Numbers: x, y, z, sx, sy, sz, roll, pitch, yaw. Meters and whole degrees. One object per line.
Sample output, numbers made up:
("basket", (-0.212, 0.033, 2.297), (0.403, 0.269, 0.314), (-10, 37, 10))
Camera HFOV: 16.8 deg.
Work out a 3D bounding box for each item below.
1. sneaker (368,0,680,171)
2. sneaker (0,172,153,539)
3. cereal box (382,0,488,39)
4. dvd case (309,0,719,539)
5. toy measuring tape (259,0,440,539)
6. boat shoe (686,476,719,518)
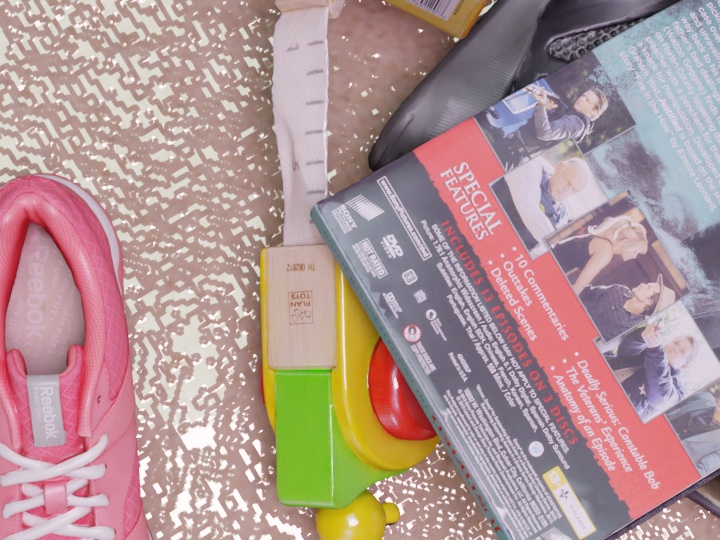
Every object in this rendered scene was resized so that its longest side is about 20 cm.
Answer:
("sneaker", (0.106, -0.078, 0.885), (0.114, 0.076, 0.200), (41, 84, -1))
("sneaker", (-0.111, 0.062, 0.838), (0.073, 0.087, 0.202), (-7, 84, -5))
("cereal box", (0.013, -0.198, 0.880), (0.143, 0.040, 0.201), (26, 63, -3))
("dvd case", (0.103, -0.006, 0.818), (0.199, 0.022, 0.147), (-30, 84, -12))
("toy measuring tape", (0.000, 0.000, 0.861), (0.073, 0.074, 0.202), (-1, 90, -6))
("boat shoe", (0.114, 0.044, 0.852), (0.199, 0.072, 0.065), (30, 44, -16))
